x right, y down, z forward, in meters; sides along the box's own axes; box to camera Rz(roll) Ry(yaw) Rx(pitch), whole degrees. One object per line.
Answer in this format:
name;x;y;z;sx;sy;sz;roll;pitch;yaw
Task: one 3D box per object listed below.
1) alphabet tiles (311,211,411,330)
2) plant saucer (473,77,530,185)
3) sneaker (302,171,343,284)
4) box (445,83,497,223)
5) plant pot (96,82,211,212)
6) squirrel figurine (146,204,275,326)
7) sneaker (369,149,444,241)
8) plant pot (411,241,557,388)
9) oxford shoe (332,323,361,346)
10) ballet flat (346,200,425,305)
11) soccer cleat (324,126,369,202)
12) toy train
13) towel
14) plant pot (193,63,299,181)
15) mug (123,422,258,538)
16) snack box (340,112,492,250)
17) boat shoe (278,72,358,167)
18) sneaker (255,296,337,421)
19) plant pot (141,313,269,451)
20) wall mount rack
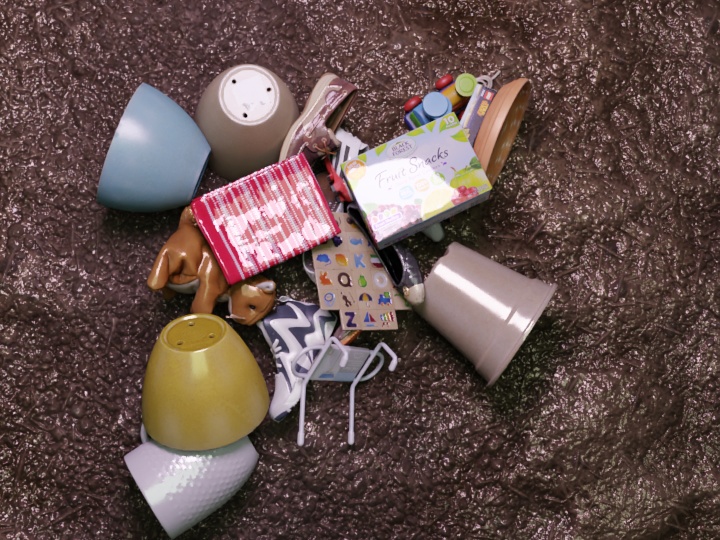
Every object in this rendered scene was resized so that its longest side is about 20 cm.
alphabet tiles;0.000;0.000;1.491;0.165;0.006;0.202;1;68;-28
plant saucer;0.227;-0.226;1.539;0.037;0.200;0.202;23;81;13
sneaker;-0.065;-0.066;1.551;0.072;0.085;0.202;2;63;9
box;0.173;-0.192;1.551;0.040;0.137;0.202;23;82;11
plant pot;-0.313;-0.174;1.458;0.134;0.200;0.202;21;82;-9
squirrel figurine;-0.213;-0.011;1.477;0.185;0.142;0.202;20;75;2
sneaker;0.058;-0.111;1.570;0.200;0.070;0.080;43;87;6
plant pot;0.191;0.057;1.517;0.183;0.201;0.201;33;81;9
oxford shoe;0.000;0.043;1.533;0.073;0.071;0.201;36;63;-2
ballet flat;0.040;-0.028;1.483;0.056;0.067;0.201;-19;71;-37
soccer cleat;-0.032;-0.206;1.542;0.084;0.069;0.202;-22;65;0
toy train;0.173;-0.306;1.575;0.199;0.116;0.085;-36;90;-9
towel;-0.146;-0.081;1.428;0.198;0.022;0.146;-26;89;-12
plant pot;-0.179;-0.253;1.480;0.185;0.200;0.190;1;83;-7
mug;-0.268;0.286;1.453;0.174;0.148;0.200;-31;58;-15
snack box;0.086;-0.140;1.450;0.198;0.053;0.143;-25;75;-2
boat shoe;-0.065;-0.215;1.482;0.071;0.072;0.201;26;86;22
sneaker;-0.134;0.133;1.508;0.129;0.079;0.201;27;81;-3
plant pot;-0.242;0.152;1.407;0.198;0.201;0.143;-7;121;-8
wall mount rack;-0.032;0.190;1.480;0.199;0.075;0.175;10;118;-45
